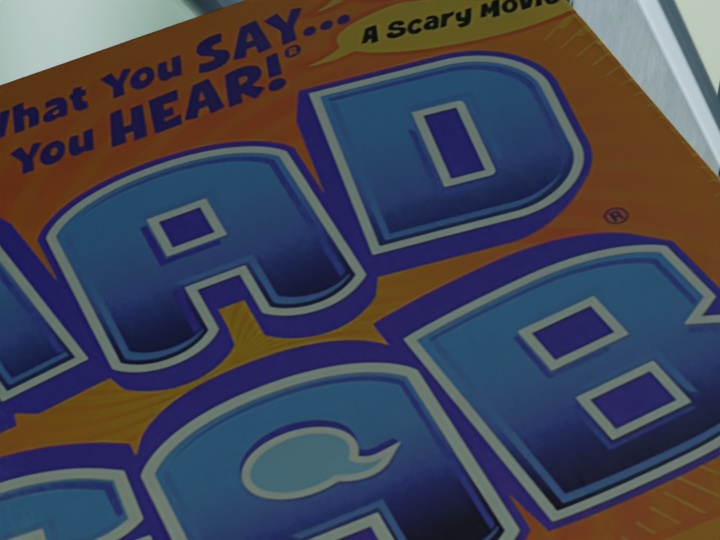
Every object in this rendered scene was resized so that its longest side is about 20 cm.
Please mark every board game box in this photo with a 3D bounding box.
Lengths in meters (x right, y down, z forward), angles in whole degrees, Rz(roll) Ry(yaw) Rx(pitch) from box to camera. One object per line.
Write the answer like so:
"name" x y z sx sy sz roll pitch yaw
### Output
"board game box" -0.012 0.089 0.525 0.200 0.199 0.200 -123 -162 -44
